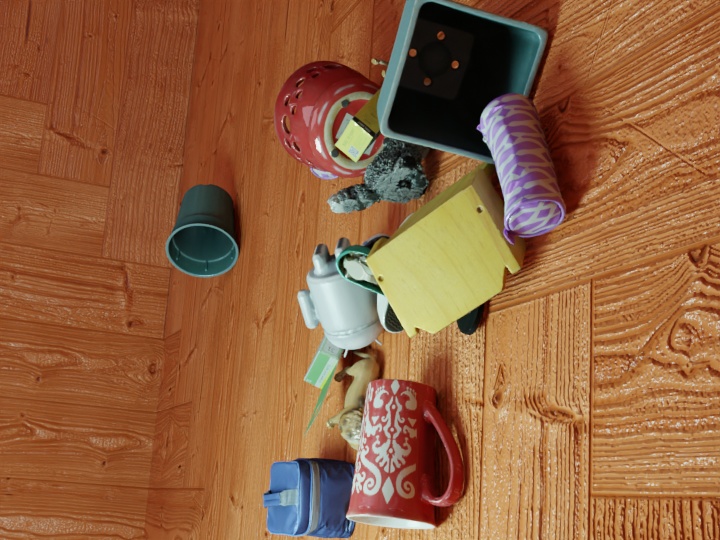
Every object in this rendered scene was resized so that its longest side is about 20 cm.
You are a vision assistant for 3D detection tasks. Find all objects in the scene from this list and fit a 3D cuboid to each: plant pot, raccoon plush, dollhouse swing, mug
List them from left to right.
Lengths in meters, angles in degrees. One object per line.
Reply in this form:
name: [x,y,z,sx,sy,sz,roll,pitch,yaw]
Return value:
plant pot: [-0.431,-0.121,2.785,0.198,0.197,0.201,-92,23,-45]
plant pot: [-0.038,-0.277,1.849,0.182,0.198,0.204,29,109,59]
raccoon plush: [0.032,-0.188,1.673,0.097,0.196,0.136,73,-172,-54]
mug: [0.074,0.274,1.489,0.134,0.174,0.203,58,-145,-66]
plant pot: [0.128,-0.291,1.460,0.200,0.193,0.199,-113,37,-68]
dollhouse swing: [0.140,-0.036,1.431,0.199,0.175,0.183,-35,81,29]

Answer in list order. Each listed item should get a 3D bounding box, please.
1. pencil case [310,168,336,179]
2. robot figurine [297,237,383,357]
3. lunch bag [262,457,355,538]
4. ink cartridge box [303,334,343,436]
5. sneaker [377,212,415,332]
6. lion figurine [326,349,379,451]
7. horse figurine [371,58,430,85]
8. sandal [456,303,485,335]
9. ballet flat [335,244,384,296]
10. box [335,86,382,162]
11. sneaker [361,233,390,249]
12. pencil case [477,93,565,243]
pencil case: [-0.077,-0.282,2.087,0.084,0.084,0.202,121,150,-45]
robot figurine: [-0.023,0.049,1.717,0.113,0.167,0.203,-70,-35,-67]
lunch bag: [-0.102,0.410,1.811,0.200,0.130,0.138,152,125,-62]
ink cartridge box: [-0.070,0.182,1.812,0.146,0.047,0.202,117,178,-60]
sneaker: [0.064,-0.007,1.642,0.085,0.072,0.203,-128,53,-67]
lion figurine: [-0.001,0.213,1.722,0.122,0.071,0.203,-30,52,59]
horse figurine: [0.096,-0.283,1.636,0.050,0.131,0.203,-43,56,51]
sandal: [0.146,-0.001,1.472,0.075,0.044,0.203,141,134,-57]
ballet flat: [0.042,0.017,1.559,0.198,0.070,0.068,23,114,28]
box: [0.036,-0.272,1.706,0.201,0.050,0.075,-52,1,-41]
sneaker: [0.000,0.000,1.808,0.073,0.071,0.201,-92,26,-46]
pencil case: [0.206,-0.138,1.304,0.085,0.084,0.202,-26,48,22]
